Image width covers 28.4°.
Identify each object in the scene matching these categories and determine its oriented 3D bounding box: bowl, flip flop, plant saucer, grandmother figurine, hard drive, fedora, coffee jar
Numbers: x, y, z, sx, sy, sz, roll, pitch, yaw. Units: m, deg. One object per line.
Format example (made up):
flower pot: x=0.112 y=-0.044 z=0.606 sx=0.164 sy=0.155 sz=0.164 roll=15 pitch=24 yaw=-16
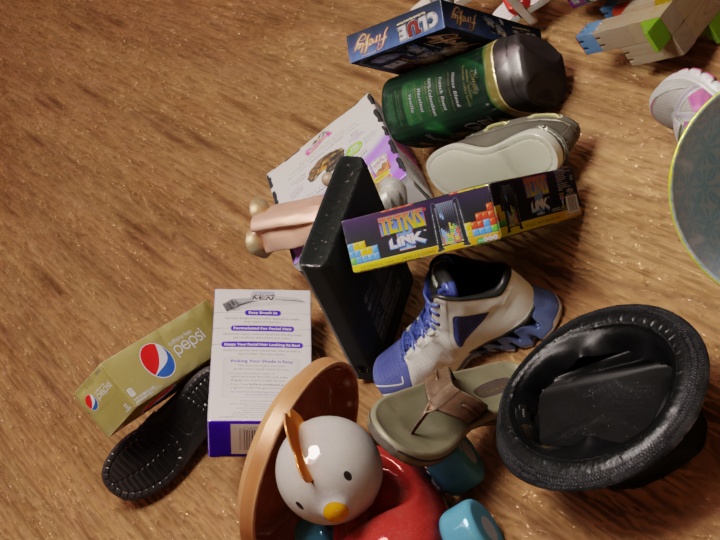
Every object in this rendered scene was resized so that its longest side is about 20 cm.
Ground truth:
bowl: x=0.361 y=-0.068 z=1.186 sx=0.200 sy=0.200 sz=0.108 roll=-38 pitch=-8 yaw=12
flip flop: x=0.087 y=0.114 z=1.266 sx=0.081 sy=0.200 sz=0.058 roll=46 pitch=135 yaw=31
plant saucer: x=-0.061 y=0.176 z=1.340 sx=0.032 sy=0.200 sz=0.200 roll=18 pitch=65 yaw=22
grandmother figurine: x=-0.035 y=-0.059 z=1.556 sx=0.200 sy=0.061 sz=0.121 roll=-14 pitch=67 yaw=32
hard drive: x=0.000 y=0.000 z=1.449 sx=0.033 sy=0.200 sz=0.140 roll=5 pitch=55 yaw=23
fedora: x=0.214 y=0.122 z=1.182 sx=0.200 sy=0.092 sz=0.201 roll=-28 pitch=38 yaw=25
coffee jar: x=0.129 y=-0.201 z=1.602 sx=0.200 sy=0.104 sz=0.085 roll=-15 pitch=80 yaw=38

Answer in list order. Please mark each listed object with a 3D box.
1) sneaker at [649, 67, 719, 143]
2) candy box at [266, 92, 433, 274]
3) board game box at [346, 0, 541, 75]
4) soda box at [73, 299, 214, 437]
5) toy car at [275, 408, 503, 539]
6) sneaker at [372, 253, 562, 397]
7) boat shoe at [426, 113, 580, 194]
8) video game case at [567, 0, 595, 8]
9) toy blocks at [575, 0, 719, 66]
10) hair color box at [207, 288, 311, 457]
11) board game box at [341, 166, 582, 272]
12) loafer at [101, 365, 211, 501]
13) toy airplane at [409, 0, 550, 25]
sneaker: x=0.327 y=-0.122 z=1.325 sx=0.088 sy=0.081 sz=0.200 roll=-46 pitch=33 yaw=-2
candy box: x=-0.013 y=-0.093 z=1.674 sx=0.168 sy=0.072 sz=0.200 roll=-38 pitch=35 yaw=13
board game box: x=0.099 y=-0.256 z=1.621 sx=0.135 sy=0.200 sz=0.035 roll=-15 pitch=79 yaw=38
soda box: x=-0.226 y=0.107 z=1.603 sx=0.068 sy=0.064 sz=0.200 roll=-45 pitch=-6 yaw=36
toy car: x=-0.010 y=0.202 z=1.245 sx=0.184 sy=0.200 sz=0.177 roll=-35 pitch=35 yaw=17
sneaker: x=0.083 y=0.042 z=1.388 sx=0.199 sy=0.115 sz=0.081 roll=-29 pitch=36 yaw=24
boat shoe: x=0.153 y=-0.123 z=1.531 sx=0.060 sy=0.072 sz=0.202 roll=-41 pitch=19 yaw=-34
video game case: x=0.315 y=-0.362 z=1.541 sx=0.200 sy=0.036 sz=0.181 roll=-38 pitch=6 yaw=4
toy blocks: x=0.318 y=-0.284 z=1.505 sx=0.200 sy=0.100 sz=0.137 roll=-49 pitch=23 yaw=-24
hair color box: x=-0.107 y=0.108 z=1.530 sx=0.109 sy=0.065 sz=0.200 roll=1 pitch=43 yaw=-3
board game box: x=0.104 y=-0.052 z=1.399 sx=0.165 sy=0.057 sz=0.200 roll=-12 pitch=2 yaw=31
loafer: x=-0.209 y=0.185 z=1.615 sx=0.200 sy=0.073 sz=0.071 roll=-41 pitch=1 yaw=7
toy airplane: x=0.164 y=-0.376 z=1.696 sx=0.200 sy=0.141 sz=0.199 roll=-51 pitch=28 yaw=-18
